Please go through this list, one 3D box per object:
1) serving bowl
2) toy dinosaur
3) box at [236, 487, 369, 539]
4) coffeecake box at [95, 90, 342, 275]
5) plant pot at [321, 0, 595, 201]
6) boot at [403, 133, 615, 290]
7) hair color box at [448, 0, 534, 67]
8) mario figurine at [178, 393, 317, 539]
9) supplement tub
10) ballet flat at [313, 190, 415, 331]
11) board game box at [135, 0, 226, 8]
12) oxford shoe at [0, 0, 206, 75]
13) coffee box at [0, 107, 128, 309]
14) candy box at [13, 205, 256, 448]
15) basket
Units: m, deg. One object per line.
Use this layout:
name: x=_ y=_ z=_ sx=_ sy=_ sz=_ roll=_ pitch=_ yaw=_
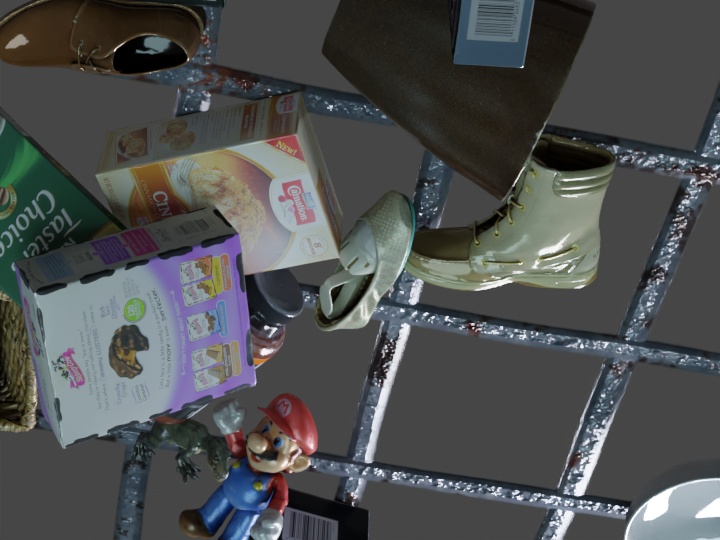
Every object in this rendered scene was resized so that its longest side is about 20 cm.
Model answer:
serving bowl: x=0.395 y=0.279 z=1.886 sx=0.197 sy=0.066 sz=0.202 roll=1 pitch=131 yaw=1
toy dinosaur: x=-0.207 y=0.179 z=1.787 sx=0.199 sy=0.047 sz=0.089 roll=31 pitch=130 yaw=26
box: x=-0.092 y=0.362 z=1.953 sx=0.147 sy=0.108 sz=0.201 roll=18 pitch=129 yaw=-13
coffeecake box: x=-0.132 y=-0.073 z=1.595 sx=0.198 sy=0.073 sz=0.155 roll=-11 pitch=129 yaw=11
plant pot: x=0.074 y=-0.188 z=1.434 sx=0.198 sy=0.188 sz=0.188 roll=26 pitch=129 yaw=0
boot: x=0.141 y=-0.057 z=1.596 sx=0.197 sy=0.073 sz=0.157 roll=3 pitch=132 yaw=-2
hair color box: x=0.102 y=-0.262 z=1.332 sx=0.060 sy=0.201 sz=0.100 roll=3 pitch=132 yaw=-2
mario figurine: x=-0.126 y=0.220 z=1.805 sx=0.123 sy=0.106 sz=0.201 roll=31 pitch=101 yaw=-11
supplement tub: x=-0.150 y=0.067 z=1.696 sx=0.199 sy=0.108 sz=0.107 roll=-36 pitch=121 yaw=28
ballet flat: x=0.000 y=0.000 z=1.636 sx=0.062 sy=0.068 sz=0.201 roll=-14 pitch=148 yaw=-28
board game box: x=-0.213 y=-0.297 z=1.430 sx=0.197 sy=0.028 sz=0.136 roll=5 pitch=131 yaw=-1
oxford shoe: x=-0.241 y=-0.205 z=1.486 sx=0.197 sy=0.072 sz=0.072 roll=-4 pitch=133 yaw=8
coffee box: x=-0.324 y=-0.057 z=1.551 sx=0.200 sy=0.044 sz=0.123 roll=45 pitch=90 yaw=0
candy box: x=-0.206 y=0.050 z=1.534 sx=0.198 sy=0.072 sz=0.169 roll=-17 pitch=122 yaw=-21
basket: x=-0.411 y=0.066 z=1.649 sx=0.142 sy=0.149 sz=0.201 roll=-17 pitch=140 yaw=-29
